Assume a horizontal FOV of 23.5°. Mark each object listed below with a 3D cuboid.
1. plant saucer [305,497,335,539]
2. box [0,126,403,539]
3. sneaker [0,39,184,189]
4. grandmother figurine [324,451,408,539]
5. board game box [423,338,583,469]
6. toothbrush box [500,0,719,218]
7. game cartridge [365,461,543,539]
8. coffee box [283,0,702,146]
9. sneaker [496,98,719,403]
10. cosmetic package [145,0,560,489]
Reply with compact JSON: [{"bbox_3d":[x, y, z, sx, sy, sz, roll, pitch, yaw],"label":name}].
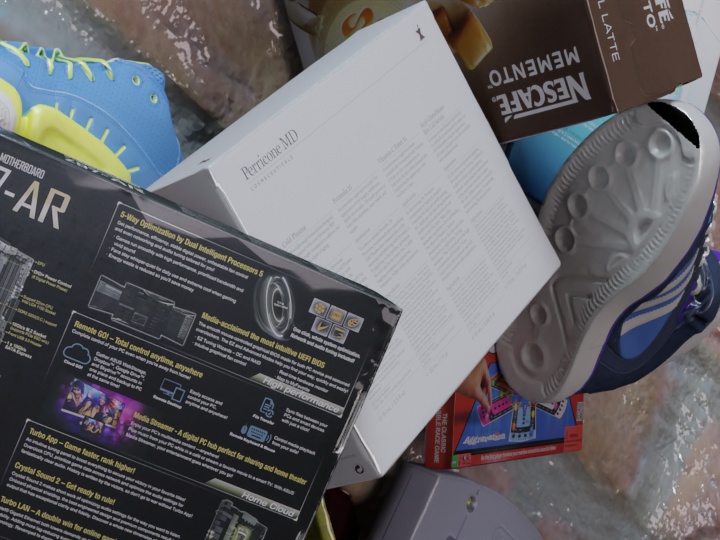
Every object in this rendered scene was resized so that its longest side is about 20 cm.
[{"bbox_3d":[-0.125,0.079,0.786,0.198,0.048,0.202,-16,86,-2],"label":"plant saucer"},{"bbox_3d":[-0.105,0.047,0.668,0.199,0.044,0.161,23,92,-14],"label":"box"},{"bbox_3d":[-0.154,-0.078,0.818,0.200,0.075,0.106,52,48,-36],"label":"sneaker"},{"bbox_3d":[-0.038,0.154,0.921,0.201,0.060,0.122,-55,148,-29],"label":"grandmother figurine"},{"bbox_3d":[0.088,0.056,0.996,0.200,0.019,0.104,5,87,-63],"label":"board game box"},{"bbox_3d":[0.131,-0.114,1.035,0.146,0.085,0.202,28,74,-37],"label":"toothbrush box"},{"bbox_3d":[0.054,0.192,0.977,0.134,0.041,0.200,-60,141,-16],"label":"game cartridge"},{"bbox_3d":[0.063,-0.123,0.895,0.079,0.199,0.115,-22,99,-43],"label":"coffee box"},{"bbox_3d":[0.164,-0.017,0.939,0.146,0.081,0.201,-15,141,-43],"label":"sneaker"},{"bbox_3d":[0.004,-0.017,0.793,0.200,0.051,0.152,-43,111,-49],"label":"cosmetic package"}]
